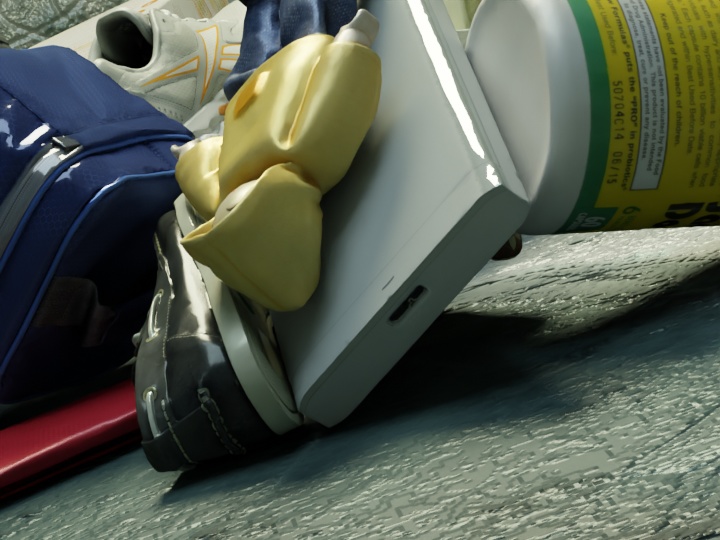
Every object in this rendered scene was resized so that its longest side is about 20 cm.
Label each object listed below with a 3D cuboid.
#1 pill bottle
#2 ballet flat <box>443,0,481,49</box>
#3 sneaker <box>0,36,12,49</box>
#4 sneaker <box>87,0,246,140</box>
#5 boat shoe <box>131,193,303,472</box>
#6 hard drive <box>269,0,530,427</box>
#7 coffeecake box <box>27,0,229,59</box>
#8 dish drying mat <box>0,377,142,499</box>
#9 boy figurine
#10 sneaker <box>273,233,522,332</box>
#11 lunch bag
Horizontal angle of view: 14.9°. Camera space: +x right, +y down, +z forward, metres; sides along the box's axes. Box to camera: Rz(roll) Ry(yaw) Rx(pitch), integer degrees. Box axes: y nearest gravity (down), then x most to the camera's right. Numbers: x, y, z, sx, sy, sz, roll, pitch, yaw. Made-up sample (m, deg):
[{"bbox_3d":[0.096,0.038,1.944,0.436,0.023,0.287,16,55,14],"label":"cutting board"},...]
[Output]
[{"bbox_3d":[0.155,-0.075,1.200,0.199,0.113,0.113,-3,6,-20],"label":"pill bottle"},{"bbox_3d":[0.047,-0.121,1.437,0.069,0.070,0.200,-10,6,35],"label":"ballet flat"},{"bbox_3d":[-0.220,-0.031,1.472,0.075,0.201,0.087,5,-3,-10],"label":"sneaker"},{"bbox_3d":[-0.098,-0.116,1.493,0.076,0.092,0.200,-27,17,29],"label":"sneaker"},{"bbox_3d":[-0.076,0.024,1.211,0.068,0.072,0.200,-34,25,7],"label":"boat shoe"},{"bbox_3d":[0.003,-0.039,1.197,0.132,0.026,0.200,-48,31,20],"label":"hard drive"},{"bbox_3d":[-0.170,-0.088,1.588,0.153,0.073,0.200,-21,15,30],"label":"coffeecake box"},{"bbox_3d":[-0.141,0.079,1.241,0.199,0.018,0.077,-24,13,-23],"label":"dish drying mat"},{"bbox_3d":[-0.042,-0.063,1.198,0.124,0.064,0.201,-28,39,37],"label":"boy figurine"},{"bbox_3d":[0.000,0.000,1.288,0.070,0.076,0.200,-18,-14,-40],"label":"sneaker"},{"bbox_3d":[-0.152,-0.020,1.321,0.136,0.132,0.200,-61,-13,16],"label":"lunch bag"}]
